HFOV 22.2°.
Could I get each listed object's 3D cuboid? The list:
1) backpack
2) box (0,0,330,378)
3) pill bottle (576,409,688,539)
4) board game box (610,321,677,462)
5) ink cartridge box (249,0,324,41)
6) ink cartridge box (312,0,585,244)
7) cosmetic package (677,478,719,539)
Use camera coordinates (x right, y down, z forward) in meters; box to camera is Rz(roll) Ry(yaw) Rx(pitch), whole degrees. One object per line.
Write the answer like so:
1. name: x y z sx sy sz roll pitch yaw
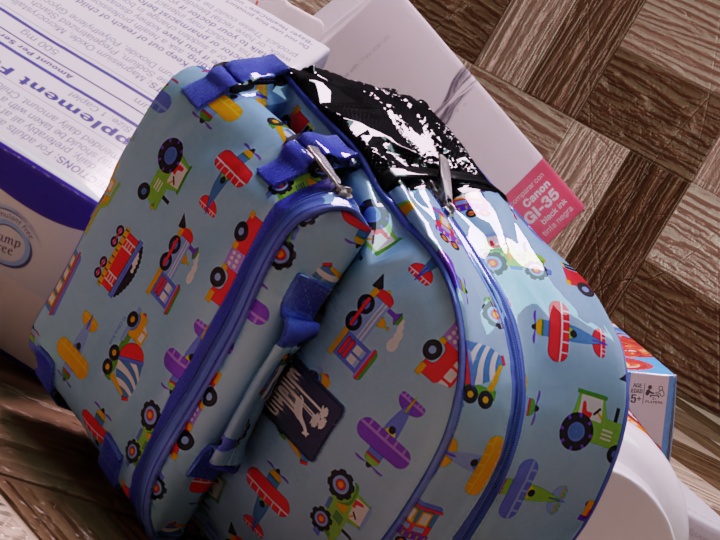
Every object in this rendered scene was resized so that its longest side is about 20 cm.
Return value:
1. backpack: -0.008 0.040 0.679 0.134 0.183 0.200 14 27 -45
2. box: -0.145 -0.072 0.842 0.184 0.105 0.200 31 36 10
3. pill bottle: 0.089 0.109 0.844 0.113 0.113 0.200 30 5 -3
4. board game box: 0.060 0.060 1.049 0.199 0.056 0.196 5 8 -5
5. ink cartridge box: -0.123 -0.138 1.076 0.067 0.117 0.200 30 5 42
6. ink cartridge box: 0.042 -0.095 1.226 0.200 0.083 0.147 49 -1 -13
7. cosmetic package: 0.147 0.142 1.109 0.101 0.074 0.200 28 4 -16
